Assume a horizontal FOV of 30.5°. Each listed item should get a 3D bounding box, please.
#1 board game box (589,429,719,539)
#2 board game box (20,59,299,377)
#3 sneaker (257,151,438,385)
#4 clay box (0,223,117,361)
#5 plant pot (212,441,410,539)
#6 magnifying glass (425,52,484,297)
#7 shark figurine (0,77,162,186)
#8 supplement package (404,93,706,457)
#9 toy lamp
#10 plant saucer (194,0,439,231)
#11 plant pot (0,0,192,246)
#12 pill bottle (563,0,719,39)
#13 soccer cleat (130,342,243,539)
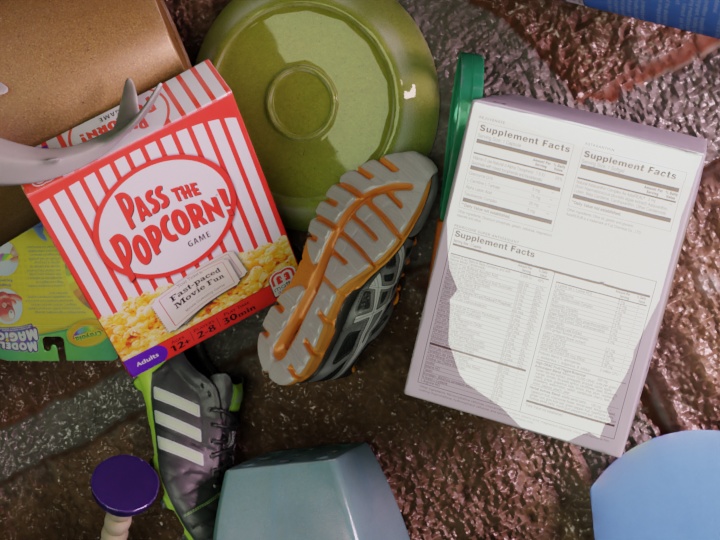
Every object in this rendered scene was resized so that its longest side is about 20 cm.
[{"bbox_3d":[0.254,0.212,0.963,0.157,0.039,0.201,-5,92,22],"label":"board game box"},{"bbox_3d":[-0.137,-0.031,0.936,0.151,0.200,0.046,-29,47,-8],"label":"board game box"},{"bbox_3d":[0.000,0.000,0.980,0.200,0.077,0.078,-56,49,17],"label":"sneaker"},{"bbox_3d":[-0.243,-0.029,1.058,0.114,0.048,0.201,0,99,14],"label":"clay box"},{"bbox_3d":[-0.035,0.238,0.999,0.141,0.141,0.201,-9,89,17],"label":"plant pot"},{"bbox_3d":[0.067,-0.058,0.958,0.022,0.080,0.201,5,112,-1],"label":"magnifying glass"},{"bbox_3d":[-0.237,-0.087,0.811,0.214,0.090,0.129,14,83,-2],"label":"shark figurine"},{"bbox_3d":[0.137,-0.005,0.899,0.150,0.152,0.201,15,102,13],"label":"supplement package"},{"bbox_3d":[-0.199,0.228,1.046,0.058,0.058,0.200,28,135,10],"label":"toy lamp"},{"bbox_3d":[-0.040,-0.127,0.994,0.199,0.031,0.201,2,99,15],"label":"plant saucer"},{"bbox_3d":[-0.223,-0.129,0.937,0.199,0.186,0.187,-22,92,1],"label":"plant pot"},{"bbox_3d":[0.207,-0.197,0.784,0.199,0.112,0.113,18,103,16],"label":"pill bottle"},{"bbox_3d":[-0.123,0.126,1.026,0.081,0.068,0.201,-22,78,12],"label":"soccer cleat"}]
